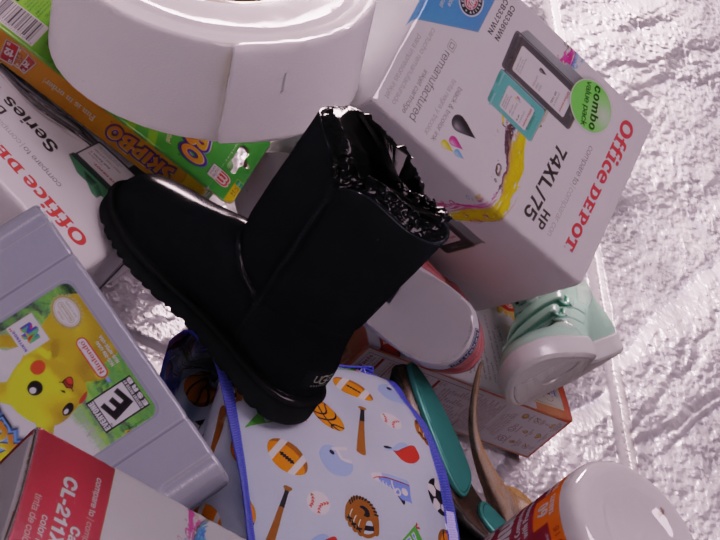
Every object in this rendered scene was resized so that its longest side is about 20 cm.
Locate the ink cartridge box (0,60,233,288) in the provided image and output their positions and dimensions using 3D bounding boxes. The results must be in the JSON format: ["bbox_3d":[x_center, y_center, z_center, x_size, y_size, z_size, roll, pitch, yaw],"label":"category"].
[{"bbox_3d":[-0.195,-0.062,1.222,0.146,0.084,0.200,46,33,0],"label":"ink cartridge box"}]

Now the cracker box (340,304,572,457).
[{"bbox_3d":[0.056,0.048,1.413,0.200,0.058,0.134,23,39,-33],"label":"cracker box"}]

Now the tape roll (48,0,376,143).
[{"bbox_3d":[-0.092,-0.162,1.185,0.202,0.071,0.203,10,35,-7],"label":"tape roll"}]

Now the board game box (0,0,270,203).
[{"bbox_3d":[-0.153,-0.119,1.226,0.200,0.030,0.096,36,35,-6],"label":"board game box"}]

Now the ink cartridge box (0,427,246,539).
[{"bbox_3d":[-0.127,0.189,0.985,0.200,0.146,0.083,32,38,-21],"label":"ink cartridge box"}]

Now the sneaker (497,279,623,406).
[{"bbox_3d":[0.120,0.027,1.370,0.118,0.074,0.200,60,18,8],"label":"sneaker"}]

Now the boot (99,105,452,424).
[{"bbox_3d":[-0.050,-0.034,1.107,0.076,0.168,0.200,-4,46,-52],"label":"boot"}]

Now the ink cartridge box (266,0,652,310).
[{"bbox_3d":[0.066,-0.091,1.307,0.200,0.146,0.147,39,61,-22],"label":"ink cartridge box"}]

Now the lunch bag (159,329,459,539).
[{"bbox_3d":[-0.038,0.140,1.159,0.170,0.124,0.201,15,52,-36],"label":"lunch bag"}]

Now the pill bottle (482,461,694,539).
[{"bbox_3d":[0.106,0.212,1.172,0.109,0.200,0.110,29,38,-25],"label":"pill bottle"}]

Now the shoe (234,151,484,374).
[{"bbox_3d":[0.000,0.000,1.284,0.200,0.072,0.091,39,-2,14],"label":"shoe"}]

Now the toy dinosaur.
[{"bbox_3d":[0.102,0.170,1.330,0.106,0.060,0.200,-90,155,-44],"label":"toy dinosaur"}]

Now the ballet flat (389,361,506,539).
[{"bbox_3d":[0.056,0.160,1.261,0.200,0.068,0.068,58,13,0],"label":"ballet flat"}]

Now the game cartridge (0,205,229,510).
[{"bbox_3d":[-0.183,0.075,1.072,0.200,0.133,0.040,53,-11,13],"label":"game cartridge"}]
